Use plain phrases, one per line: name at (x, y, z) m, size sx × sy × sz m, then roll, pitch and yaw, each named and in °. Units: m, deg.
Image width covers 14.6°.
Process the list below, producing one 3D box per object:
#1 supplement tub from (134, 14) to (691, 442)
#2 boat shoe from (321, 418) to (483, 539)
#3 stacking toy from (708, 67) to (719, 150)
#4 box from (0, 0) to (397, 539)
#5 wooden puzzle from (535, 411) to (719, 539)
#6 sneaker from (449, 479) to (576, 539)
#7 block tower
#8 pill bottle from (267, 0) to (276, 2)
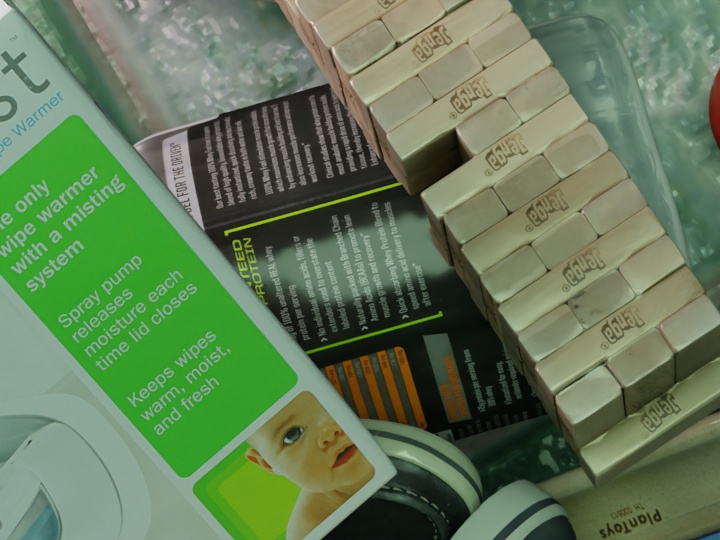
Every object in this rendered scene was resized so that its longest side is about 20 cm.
supplement tub at (0.000, 0.000, 0.906) m, size 0.199 × 0.123 × 0.123 m, roll -15°, pitch 85°, yaw 2°
boat shoe at (-0.053, 0.099, 0.868) m, size 0.199 × 0.075 × 0.062 m, roll -18°, pitch 44°, yaw 19°
stacking toy at (0.154, 0.018, 0.921) m, size 0.085 × 0.085 × 0.201 m, roll -11°, pitch 81°, yaw 2°
box at (-0.126, 0.043, 0.772) m, size 0.200 × 0.097 × 0.177 m, roll -39°, pitch 116°, yaw -3°
wooden puzzle at (0.109, 0.154, 0.880) m, size 0.185 × 0.046 × 0.201 m, roll -25°, pitch 85°, yaw 36°
sneaker at (0.036, 0.164, 0.864) m, size 0.079 × 0.078 × 0.201 m, roll 31°, pitch 113°, yaw 24°
block tower at (0.035, -0.038, 0.821) m, size 0.054 × 0.058 × 0.200 m, roll -33°, pitch 74°, yaw -3°
pill bottle at (-0.004, -0.149, 0.923) m, size 0.199 × 0.114 × 0.115 m, roll -10°, pitch 85°, yaw 2°
